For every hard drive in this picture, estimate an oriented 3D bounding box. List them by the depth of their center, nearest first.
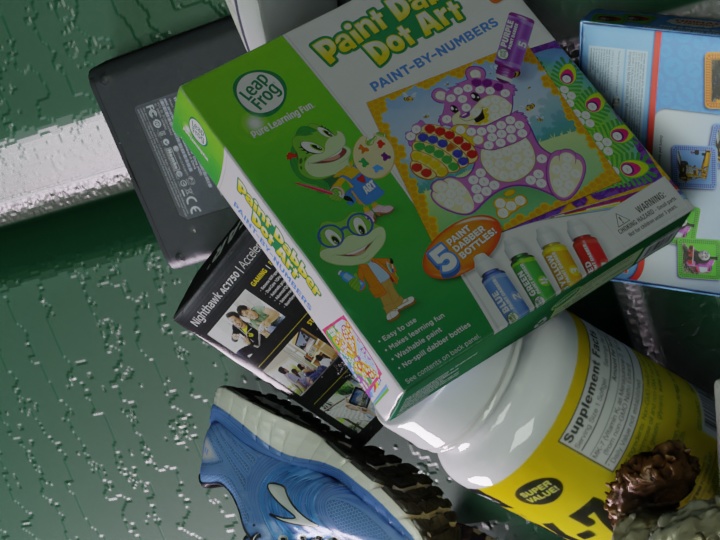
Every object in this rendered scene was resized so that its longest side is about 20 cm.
[{"bbox_3d":[-0.057,-0.089,0.972,0.199,0.033,0.140,-14,105,28],"label":"hard drive"}]

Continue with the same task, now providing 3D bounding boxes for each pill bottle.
[{"bbox_3d":[0.114,0.087,0.887,0.199,0.115,0.114,29,124,-20],"label":"pill bottle"}]

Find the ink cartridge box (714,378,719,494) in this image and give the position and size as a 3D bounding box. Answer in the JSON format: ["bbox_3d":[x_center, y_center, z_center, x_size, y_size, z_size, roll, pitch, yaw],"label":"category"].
[{"bbox_3d":[0.294,0.096,0.849,0.199,0.067,0.118,-13,111,-15],"label":"ink cartridge box"}]

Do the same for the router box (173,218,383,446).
[{"bbox_3d":[0.000,0.000,0.945,0.149,0.051,0.200,34,129,-11],"label":"router box"}]

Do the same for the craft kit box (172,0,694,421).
[{"bbox_3d":[0.038,-0.054,0.828,0.198,0.200,0.049,51,155,17],"label":"craft kit box"}]

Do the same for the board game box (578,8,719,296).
[{"bbox_3d":[0.217,-0.058,0.866,0.199,0.037,0.152,9,115,21],"label":"board game box"}]

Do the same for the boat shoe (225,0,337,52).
[{"bbox_3d":[-0.068,-0.198,0.894,0.066,0.072,0.201,-13,92,41],"label":"boat shoe"}]

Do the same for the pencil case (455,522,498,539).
[{"bbox_3d":[0.114,0.227,1.002,0.199,0.089,0.078,24,104,13],"label":"pencil case"}]

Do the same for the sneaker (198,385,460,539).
[{"bbox_3d":[-0.024,0.149,1.007,0.199,0.078,0.090,25,96,34],"label":"sneaker"}]

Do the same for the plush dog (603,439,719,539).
[{"bbox_3d":[0.170,0.178,0.774,0.160,0.172,0.201,-16,93,-4],"label":"plush dog"}]
